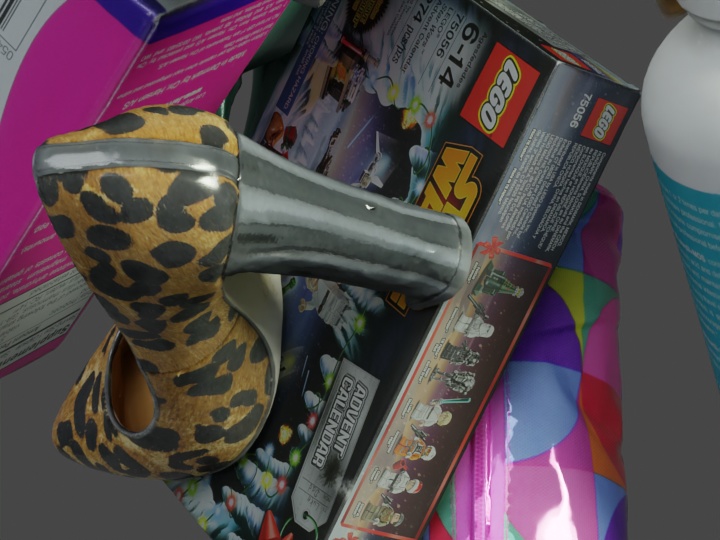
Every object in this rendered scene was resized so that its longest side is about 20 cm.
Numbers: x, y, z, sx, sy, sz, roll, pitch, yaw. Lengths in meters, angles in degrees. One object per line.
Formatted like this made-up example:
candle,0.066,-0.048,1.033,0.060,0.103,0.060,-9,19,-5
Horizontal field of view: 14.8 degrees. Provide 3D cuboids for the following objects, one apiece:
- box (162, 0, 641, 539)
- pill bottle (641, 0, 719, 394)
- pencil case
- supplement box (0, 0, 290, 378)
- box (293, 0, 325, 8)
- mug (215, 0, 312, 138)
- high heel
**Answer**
box,0.000,0.000,0.909,0.137,0.040,0.201,41,110,51
pill bottle,0.150,-0.018,0.846,0.110,0.201,0.111,-16,28,8
pencil case,0.050,0.068,0.918,0.088,0.088,0.202,-5,69,12
supplement box,-0.120,-0.056,0.926,0.101,0.103,0.200,44,123,10
box,-0.037,-0.173,0.847,0.157,0.049,0.200,20,45,18
mug,-0.061,-0.134,0.995,0.151,0.114,0.186,29,120,21
high heel,-0.080,0.008,0.856,0.200,0.142,0.072,-31,54,44
